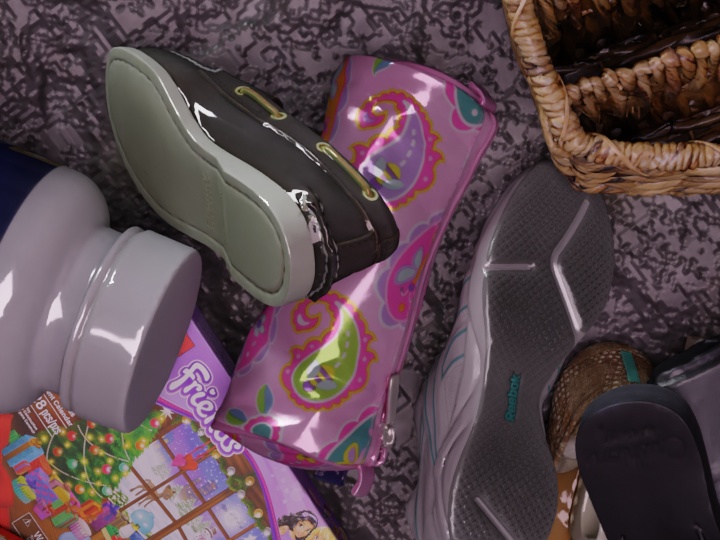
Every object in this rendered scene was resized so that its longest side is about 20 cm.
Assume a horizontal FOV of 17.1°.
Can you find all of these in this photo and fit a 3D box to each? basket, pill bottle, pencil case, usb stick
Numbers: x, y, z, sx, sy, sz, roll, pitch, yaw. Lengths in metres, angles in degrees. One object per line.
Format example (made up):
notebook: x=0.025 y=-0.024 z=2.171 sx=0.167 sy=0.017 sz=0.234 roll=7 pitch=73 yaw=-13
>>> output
basket: x=0.165 y=-0.120 z=1.059 sx=0.200 sy=0.149 sz=0.143 roll=-16 pitch=74 yaw=2
pill bottle: x=-0.181 y=-0.002 z=1.097 sx=0.200 sy=0.120 sz=0.120 roll=21 pitch=100 yaw=7
pencil case: x=0.000 y=0.000 z=1.118 sx=0.087 sy=0.087 sz=0.200 roll=19 pitch=88 yaw=-4
usb stick: x=0.192 y=0.125 z=1.146 sx=0.055 sy=0.033 sz=0.200 roll=-26 pitch=105 yaw=-11

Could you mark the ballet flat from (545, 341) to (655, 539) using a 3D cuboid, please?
ballet flat: x=0.108 y=0.135 z=1.168 sx=0.070 sy=0.065 sz=0.200 roll=5 pitch=102 yaw=-8

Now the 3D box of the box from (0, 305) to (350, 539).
box: x=-0.095 y=0.121 z=1.178 sx=0.137 sy=0.039 sz=0.200 roll=-32 pitch=99 yaw=5

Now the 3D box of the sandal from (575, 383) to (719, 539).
sandal: x=0.151 y=0.147 z=1.113 sx=0.076 sy=0.043 sz=0.200 roll=-22 pitch=110 yaw=22

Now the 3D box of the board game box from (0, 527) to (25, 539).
board game box: x=-0.197 y=0.198 z=1.163 sx=0.200 sy=0.046 sz=0.152 roll=28 pitch=111 yaw=2

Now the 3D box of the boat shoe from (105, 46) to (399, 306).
boat shoe: x=-0.054 y=-0.049 z=1.088 sx=0.061 sy=0.201 sz=0.072 roll=-16 pitch=127 yaw=-25

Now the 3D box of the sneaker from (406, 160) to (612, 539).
sneaker: x=0.061 y=0.043 z=1.141 sx=0.070 sy=0.080 sz=0.200 roll=20 pitch=79 yaw=-24

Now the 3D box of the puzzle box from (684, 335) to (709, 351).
puzzle box: x=0.207 y=0.138 z=1.183 sx=0.133 sy=0.025 sz=0.200 roll=8 pitch=100 yaw=-7
